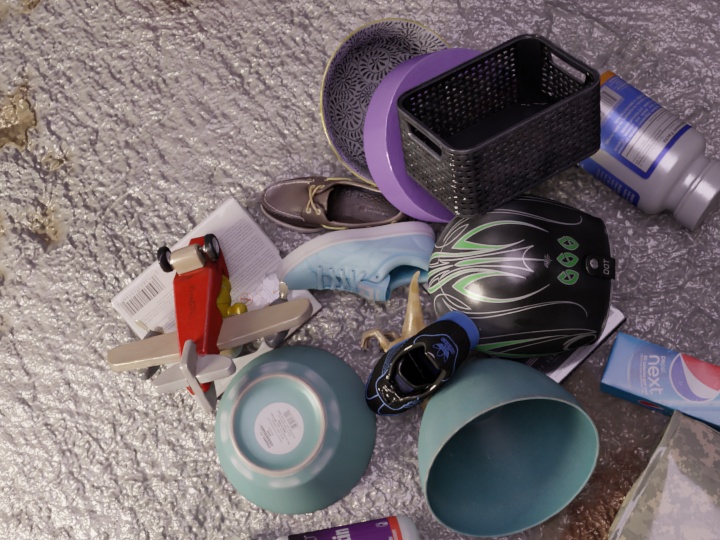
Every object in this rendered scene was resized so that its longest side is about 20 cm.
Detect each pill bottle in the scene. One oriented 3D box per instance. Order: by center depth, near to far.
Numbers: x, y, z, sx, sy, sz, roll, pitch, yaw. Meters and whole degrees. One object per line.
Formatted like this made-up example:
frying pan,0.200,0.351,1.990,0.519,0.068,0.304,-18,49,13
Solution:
pill bottle,-0.029,0.342,1.332,0.198,0.113,0.114,-9,74,-6
pill bottle,0.330,-0.137,1.403,0.199,0.112,0.112,38,86,16

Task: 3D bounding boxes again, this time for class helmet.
helmet,0.171,0.007,1.340,0.188,0.200,0.202,3,76,-4

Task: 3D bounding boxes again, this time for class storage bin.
storage bin,0.152,-0.160,1.313,0.199,0.094,0.135,-28,45,-19

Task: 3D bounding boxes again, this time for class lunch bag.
lunch bag,0.367,0.271,1.294,0.163,0.118,0.201,29,88,16

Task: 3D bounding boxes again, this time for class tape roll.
tape roll,0.105,-0.157,1.418,0.198,0.066,0.203,-1,94,-23

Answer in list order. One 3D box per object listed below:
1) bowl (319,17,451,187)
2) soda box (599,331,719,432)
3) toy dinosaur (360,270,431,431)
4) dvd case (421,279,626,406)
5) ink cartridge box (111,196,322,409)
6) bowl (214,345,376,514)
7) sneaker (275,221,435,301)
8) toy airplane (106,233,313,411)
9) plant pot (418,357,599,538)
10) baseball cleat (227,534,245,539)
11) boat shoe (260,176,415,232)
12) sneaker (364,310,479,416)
bowl,0.026,-0.200,1.465,0.199,0.094,0.203,-2,94,-25
soda box,0.373,0.136,1.351,0.198,0.068,0.065,19,80,14
toy dinosaur,0.057,0.089,1.407,0.100,0.058,0.202,1,107,31
dvd case,0.193,0.038,1.431,0.150,0.025,0.200,-44,73,-1
ink cartridge box,-0.176,0.039,1.488,0.200,0.045,0.177,-40,95,-1
bowl,-0.086,0.181,1.400,0.198,0.105,0.203,-2,78,8
sneaker,0.000,0.000,1.430,0.198,0.074,0.083,-15,55,-1
toy airplane,-0.174,0.074,1.395,0.199,0.141,0.200,30,76,31
plant pot,0.147,0.177,1.337,0.199,0.201,0.135,-28,37,2
baseball cleat,-0.182,0.360,1.406,0.198,0.070,0.108,6,71,2
boat shoe,-0.033,-0.082,1.482,0.198,0.060,0.073,10,78,12
sneaker,0.050,0.115,1.322,0.070,0.200,0.078,48,47,6
